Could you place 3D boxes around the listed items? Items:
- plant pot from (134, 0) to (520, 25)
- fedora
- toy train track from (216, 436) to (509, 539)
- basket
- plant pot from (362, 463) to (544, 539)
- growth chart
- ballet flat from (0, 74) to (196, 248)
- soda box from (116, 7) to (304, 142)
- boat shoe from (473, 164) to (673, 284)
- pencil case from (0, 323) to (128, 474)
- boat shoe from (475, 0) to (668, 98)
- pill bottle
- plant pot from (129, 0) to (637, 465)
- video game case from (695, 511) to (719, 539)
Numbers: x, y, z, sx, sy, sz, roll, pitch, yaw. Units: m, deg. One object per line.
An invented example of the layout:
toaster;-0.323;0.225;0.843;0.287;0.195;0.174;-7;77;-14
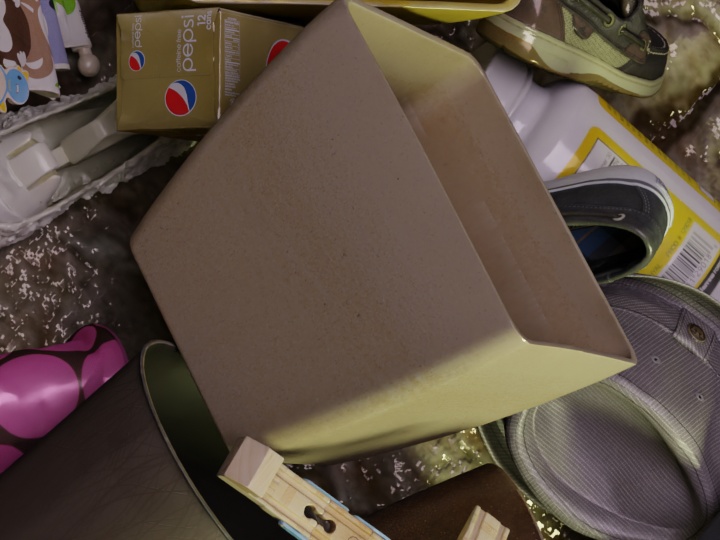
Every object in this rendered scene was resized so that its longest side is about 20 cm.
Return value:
plant pot;-0.042;-0.226;1.422;0.199;0.176;0.201;-1;82;-23
fedora;0.155;0.098;1.457;0.200;0.177;0.090;47;25;-16
toy train track;0.015;0.149;1.267;0.200;0.032;0.115;38;69;-18
basket;-0.140;0.156;1.308;0.199;0.136;0.181;-31;118;13
plant pot;0.001;0.222;1.391;0.199;0.187;0.188;-14;88;-11
growth chart;-0.203;-0.154;1.359;0.200;0.018;0.145;-10;79;-67
ballet flat;-0.166;-0.069;1.408;0.200;0.072;0.072;-30;94;-23
soda box;-0.056;-0.102;1.395;0.200;0.067;0.064;4;86;-63
boat shoe;0.080;-0.010;1.433;0.069;0.199;0.057;63;24;-25
pencil case;-0.225;0.078;1.351;0.199;0.094;0.091;-5;122;-23
boat shoe;0.140;-0.148;1.494;0.201;0.072;0.066;1;122;-59
pill bottle;0.128;-0.043;1.502;0.200;0.111;0.111;41;70;-13
plant pot;0.000;0.000;1.326;0.177;0.200;0.201;-31;74;17
video game case;0.233;0.156;1.487;0.025;0.181;0.200;38;67;18
